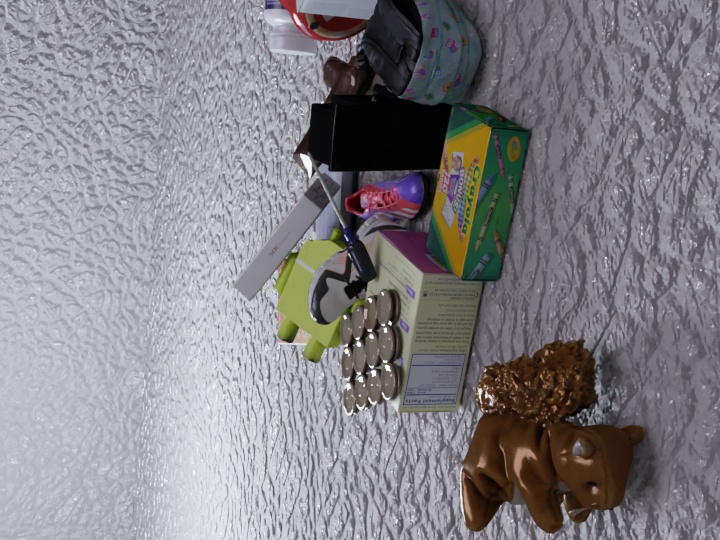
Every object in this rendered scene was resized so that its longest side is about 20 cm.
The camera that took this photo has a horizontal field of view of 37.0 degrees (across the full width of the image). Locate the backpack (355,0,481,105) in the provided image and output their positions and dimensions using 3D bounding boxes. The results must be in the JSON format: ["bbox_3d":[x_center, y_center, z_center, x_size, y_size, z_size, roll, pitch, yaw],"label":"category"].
[{"bbox_3d":[0.081,-0.316,1.484,0.201,0.124,0.169,-114,32,-50],"label":"backpack"}]

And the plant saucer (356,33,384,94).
[{"bbox_3d":[0.034,-0.301,1.725,0.200,0.032,0.205,-179,90,-68],"label":"plant saucer"}]

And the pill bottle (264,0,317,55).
[{"bbox_3d":[-0.120,-0.509,2.005,0.119,0.118,0.204,-161,74,-67],"label":"pill bottle"}]

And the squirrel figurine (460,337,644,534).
[{"bbox_3d":[0.205,0.174,1.143,0.186,0.139,0.204,-24,68,59],"label":"squirrel figurine"}]

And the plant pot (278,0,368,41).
[{"bbox_3d":[-0.053,-0.487,1.749,0.184,0.197,0.202,65,147,33],"label":"plant pot"}]

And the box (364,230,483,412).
[{"bbox_3d":[0.079,0.068,1.505,0.176,0.095,0.204,-136,52,-61],"label":"box"}]

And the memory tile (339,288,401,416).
[{"bbox_3d":[0.013,0.117,1.518,0.200,0.016,0.156,145,124,-64],"label":"memory tile"}]

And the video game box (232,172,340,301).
[{"bbox_3d":[-0.121,-0.059,1.787,0.201,0.047,0.183,-51,6,17],"label":"video game box"}]

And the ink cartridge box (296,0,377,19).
[{"bbox_3d":[0.002,-0.471,1.592,0.084,0.196,0.179,140,127,-62],"label":"ink cartridge box"}]

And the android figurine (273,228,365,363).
[{"bbox_3d":[-0.060,0.035,1.688,0.181,0.041,0.203,31,104,31],"label":"android figurine"}]

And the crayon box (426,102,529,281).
[{"bbox_3d":[0.148,-0.102,1.391,0.119,0.057,0.204,-133,49,-60],"label":"crayon box"}]

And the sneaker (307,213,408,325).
[{"bbox_3d":[0.000,0.000,1.581,0.079,0.074,0.201,23,68,45],"label":"sneaker"}]

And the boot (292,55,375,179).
[{"bbox_3d":[-0.061,-0.242,1.720,0.202,0.064,0.186,-63,17,-7],"label":"boot"}]

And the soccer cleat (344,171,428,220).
[{"bbox_3d":[0.041,-0.109,1.639,0.199,0.072,0.070,169,102,-68],"label":"soccer cleat"}]

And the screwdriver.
[{"bbox_3d":[-0.026,-0.074,1.494,0.029,0.028,0.203,12,130,61],"label":"screwdriver"}]

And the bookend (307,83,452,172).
[{"bbox_3d":[-0.004,-0.210,1.550,0.199,0.196,0.094,29,118,54],"label":"bookend"}]

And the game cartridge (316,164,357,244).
[{"bbox_3d":[-0.042,-0.133,1.904,0.129,0.038,0.204,-174,86,-64],"label":"game cartridge"}]

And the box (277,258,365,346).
[{"bbox_3d":[-0.065,0.053,1.852,0.199,0.104,0.156,170,101,-67],"label":"box"}]

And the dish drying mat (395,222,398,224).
[{"bbox_3d":[-0.010,0.002,1.691,0.198,0.018,0.078,-29,71,28],"label":"dish drying mat"}]
